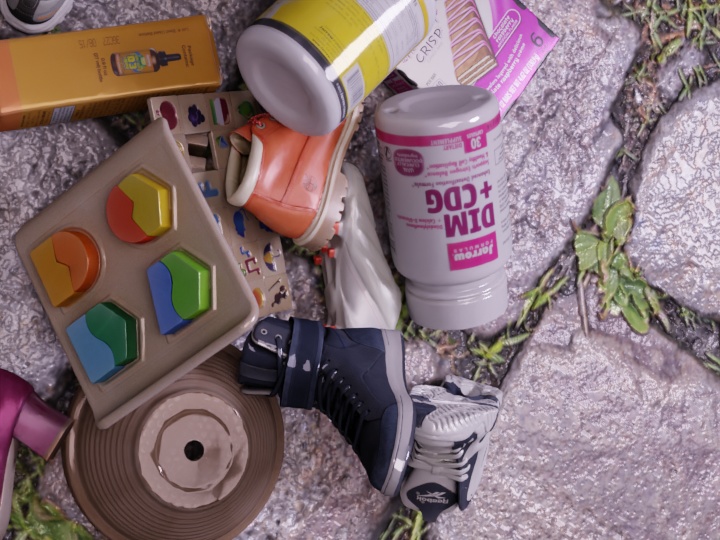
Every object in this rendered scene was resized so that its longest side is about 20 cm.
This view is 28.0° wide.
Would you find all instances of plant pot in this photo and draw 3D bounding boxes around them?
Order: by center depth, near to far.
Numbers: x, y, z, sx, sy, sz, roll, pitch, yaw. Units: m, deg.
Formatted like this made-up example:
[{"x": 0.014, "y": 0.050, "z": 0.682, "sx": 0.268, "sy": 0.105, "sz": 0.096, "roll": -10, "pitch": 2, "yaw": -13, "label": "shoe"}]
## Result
[{"x": -0.154, "y": 0.153, "z": 1.252, "sx": 0.199, "sy": 0.093, "sz": 0.203, "roll": 0, "pitch": 89, "yaw": -19, "label": "plant pot"}]

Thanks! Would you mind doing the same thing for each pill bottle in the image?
[{"x": -0.005, "y": -0.216, "z": 1.235, "sx": 0.112, "sy": 0.112, "sz": 0.200, "roll": 48, "pitch": 65, "yaw": -12, "label": "pill bottle"}, {"x": 0.079, "y": -0.056, "z": 1.306, "sx": 0.112, "sy": 0.113, "sz": 0.202, "roll": -17, "pitch": 114, "yaw": -19, "label": "pill bottle"}]

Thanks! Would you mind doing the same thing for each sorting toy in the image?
[{"x": -0.192, "y": 0.002, "z": 1.184, "sx": 0.184, "sy": 0.036, "sz": 0.201, "roll": -34, "pitch": 72, "yaw": 23, "label": "sorting toy"}]

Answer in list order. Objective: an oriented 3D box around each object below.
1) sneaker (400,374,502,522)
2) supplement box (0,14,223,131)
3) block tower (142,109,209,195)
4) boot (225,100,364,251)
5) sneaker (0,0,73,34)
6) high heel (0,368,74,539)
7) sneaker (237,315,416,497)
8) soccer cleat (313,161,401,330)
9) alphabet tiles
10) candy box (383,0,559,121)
[{"x": 0.073, "y": 0.170, "z": 1.294, "sx": 0.079, "sy": 0.199, "sz": 0.131, "roll": 14, "pitch": 96, "yaw": 7, "label": "sneaker"}, {"x": -0.224, "y": -0.170, "z": 1.247, "sx": 0.198, "sy": 0.069, "sz": 0.067, "roll": -11, "pitch": 83, "yaw": -17, "label": "supplement box"}, {"x": -0.168, "y": -0.038, "z": 1.255, "sx": 0.057, "sy": 0.054, "sz": 0.202, "roll": 8, "pitch": 75, "yaw": -18, "label": "block tower"}, {"x": -0.060, "y": -0.128, "z": 1.278, "sx": 0.106, "sy": 0.075, "sz": 0.202, "roll": 22, "pitch": 61, "yaw": -24, "label": "boot"}, {"x": -0.246, "y": -0.299, "z": 1.240, "sx": 0.073, "sy": 0.079, "sz": 0.202, "roll": 24, "pitch": 79, "yaw": -15, "label": "sneaker"}, {"x": -0.333, "y": 0.182, "z": 1.213, "sx": 0.096, "sy": 0.067, "sz": 0.201, "roll": 32, "pitch": 76, "yaw": 2, "label": "high heel"}, {"x": -0.031, "y": 0.110, "z": 1.207, "sx": 0.145, "sy": 0.203, "sz": 0.078, "roll": 10, "pitch": 118, "yaw": -11, "label": "sneaker"}, {"x": 0.000, "y": 0.000, "z": 1.328, "sx": 0.077, "sy": 0.069, "sz": 0.202, "roll": -5, "pitch": 97, "yaw": -24, "label": "soccer cleat"}, {"x": -0.110, "y": -0.057, "z": 1.271, "sx": 0.167, "sy": 0.007, "sz": 0.202, "roll": -13, "pitch": 94, "yaw": -53, "label": "alphabet tiles"}, {"x": 0.071, "y": -0.228, "z": 1.358, "sx": 0.200, "sy": 0.061, "sz": 0.137, "roll": 39, "pitch": 77, "yaw": -14, "label": "candy box"}]
